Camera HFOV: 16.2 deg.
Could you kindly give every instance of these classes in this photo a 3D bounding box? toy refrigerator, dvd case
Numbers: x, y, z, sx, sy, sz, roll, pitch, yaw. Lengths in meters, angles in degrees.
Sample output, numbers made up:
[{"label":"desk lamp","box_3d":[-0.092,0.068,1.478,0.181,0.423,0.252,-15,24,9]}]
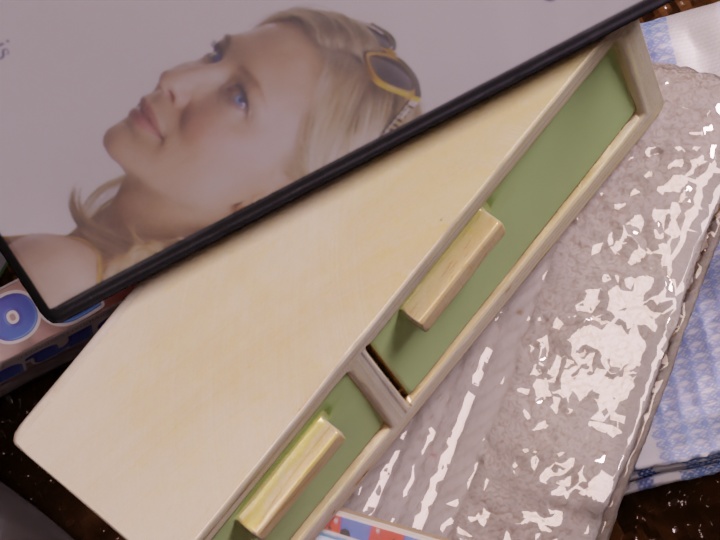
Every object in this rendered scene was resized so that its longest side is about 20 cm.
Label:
[{"label":"toy refrigerator","box_3d":[0.000,0.000,0.721,0.070,0.076,0.200,37,83,22]},{"label":"dvd case","box_3d":[-0.027,-0.085,0.648,0.200,0.143,0.018,-28,32,3]}]

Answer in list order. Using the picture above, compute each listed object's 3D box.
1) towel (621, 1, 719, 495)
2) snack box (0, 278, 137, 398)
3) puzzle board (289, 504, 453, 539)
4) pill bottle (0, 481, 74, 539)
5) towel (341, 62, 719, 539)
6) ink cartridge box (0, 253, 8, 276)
[{"label":"towel","box_3d":[0.075,-0.001,0.795,0.200,0.024,0.147,-16,75,13]},{"label":"snack box","box_3d":[-0.126,0.030,0.789,0.200,0.072,0.024,-28,83,-10]},{"label":"puzzle board","box_3d":[0.023,0.152,0.751,0.200,0.017,0.151,14,112,17]},{"label":"pill bottle","box_3d":[-0.165,0.160,0.786,0.114,0.114,0.200,39,92,18]},{"label":"towel","box_3d":[0.029,0.019,0.775,0.132,0.034,0.200,19,85,18]},{"label":"ink cartridge box","box_3d":[-0.200,-0.071,0.852,0.200,0.084,0.146,30,90,17]}]
